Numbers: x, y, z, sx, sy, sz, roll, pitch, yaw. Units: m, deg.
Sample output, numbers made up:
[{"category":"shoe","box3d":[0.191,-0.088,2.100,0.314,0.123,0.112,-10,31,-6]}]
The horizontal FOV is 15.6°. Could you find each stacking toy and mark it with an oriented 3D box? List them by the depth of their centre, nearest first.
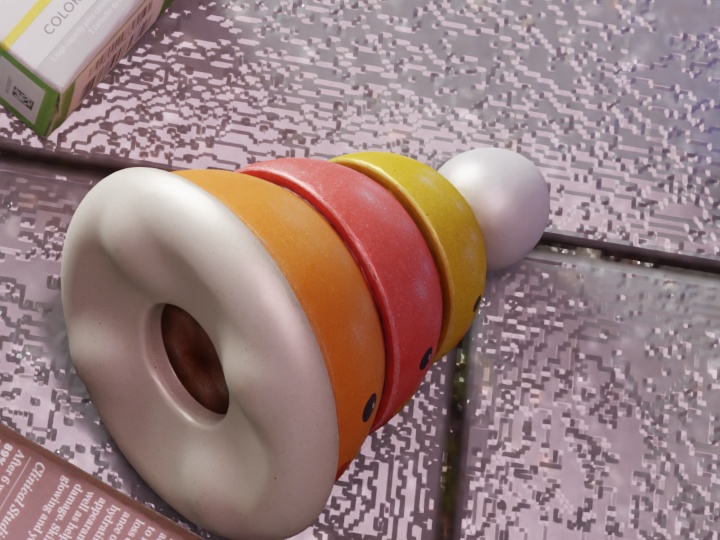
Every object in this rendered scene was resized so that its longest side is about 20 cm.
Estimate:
[{"category":"stacking toy","box3d":[0.000,0.000,0.995,0.200,0.146,0.146,-28,81,-34]}]

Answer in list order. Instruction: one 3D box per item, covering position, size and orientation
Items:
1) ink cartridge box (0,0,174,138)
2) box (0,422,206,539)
[{"category":"ink cartridge box","box3d":[-0.163,-0.158,1.028,0.200,0.059,0.104,40,69,1]},{"category":"box","box3d":[-0.119,0.124,0.947,0.199,0.075,0.100,30,69,0]}]
